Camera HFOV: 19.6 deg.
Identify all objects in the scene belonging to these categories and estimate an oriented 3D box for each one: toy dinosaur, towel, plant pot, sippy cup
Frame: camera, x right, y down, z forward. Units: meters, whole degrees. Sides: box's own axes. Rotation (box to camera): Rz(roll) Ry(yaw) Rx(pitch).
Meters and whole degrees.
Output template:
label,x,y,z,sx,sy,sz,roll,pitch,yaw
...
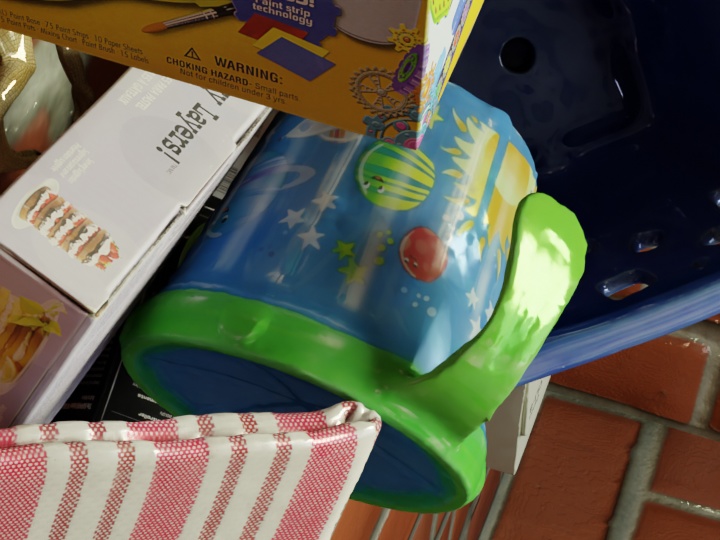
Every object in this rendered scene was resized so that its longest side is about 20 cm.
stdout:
label,x,y,z,sx,sy,sz,roll,pitch,yaw
toy dinosaur,-0.129,-0.088,0.693,0.200,0.058,0.102,-38,131,-63
towel,-0.101,0.096,0.664,0.030,0.199,0.147,63,-39,37
plant pot,0.087,-0.085,0.910,0.180,0.199,0.201,-121,-170,-75
sippy cup,0.000,0.000,0.751,0.140,0.177,0.131,64,46,-62

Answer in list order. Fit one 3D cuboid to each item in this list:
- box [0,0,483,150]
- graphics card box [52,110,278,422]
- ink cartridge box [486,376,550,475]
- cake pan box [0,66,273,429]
label,x,y,z,sx,sy,sz,roll,pitch,yaw
box,-0.055,-0.161,0.515,0.193,0.199,0.122,92,18,-51
graphics card box,-0.085,0.002,0.893,0.125,0.051,0.201,-14,-122,69
ink cartridge box,0.020,-0.007,1.153,0.145,0.199,0.146,93,16,-53
cake pan box,-0.110,0.014,0.722,0.184,0.052,0.200,-49,-175,34
